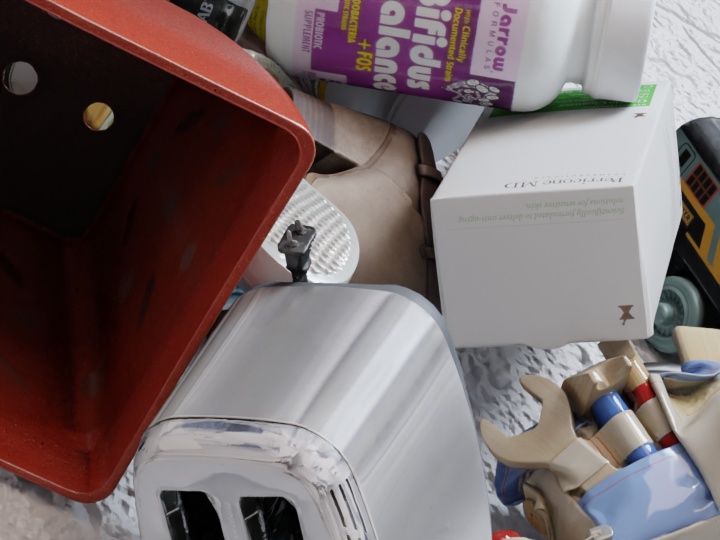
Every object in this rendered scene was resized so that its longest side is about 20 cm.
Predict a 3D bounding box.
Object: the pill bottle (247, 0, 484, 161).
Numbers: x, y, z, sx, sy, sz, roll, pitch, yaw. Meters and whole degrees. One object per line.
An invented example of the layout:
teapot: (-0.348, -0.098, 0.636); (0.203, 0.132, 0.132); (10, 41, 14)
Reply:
pill bottle: (-0.004, -0.159, 1.359); (0.200, 0.113, 0.112); (46, 33, 17)

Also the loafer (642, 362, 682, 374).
loafer: (0.203, 0.116, 1.231); (0.200, 0.073, 0.071); (26, 32, -15)

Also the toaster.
toaster: (-0.019, 0.095, 0.952); (0.113, 0.200, 0.129); (2, 30, 23)

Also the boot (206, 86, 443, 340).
boot: (0.000, 0.000, 1.201); (0.146, 0.070, 0.200); (36, 49, -31)

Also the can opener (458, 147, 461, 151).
can opener: (0.093, -0.069, 1.390); (0.066, 0.053, 0.200); (10, 40, -36)

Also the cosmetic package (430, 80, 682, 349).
cosmetic package: (0.108, -0.032, 1.213); (0.107, 0.085, 0.200); (-3, 18, 13)

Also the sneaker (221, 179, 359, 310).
sneaker: (-0.057, -0.007, 1.085); (0.074, 0.082, 0.200); (19, 15, -20)

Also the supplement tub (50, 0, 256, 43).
supplement tub: (-0.148, -0.191, 1.240); (0.200, 0.123, 0.123); (20, 34, -9)

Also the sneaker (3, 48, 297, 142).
sneaker: (-0.109, -0.090, 1.205); (0.088, 0.076, 0.200); (12, -6, 36)

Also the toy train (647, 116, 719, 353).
toy train: (0.221, 0.004, 1.359); (0.085, 0.114, 0.200); (5, 43, -39)

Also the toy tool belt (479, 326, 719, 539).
toy tool belt: (0.120, 0.098, 1.140); (0.200, 0.125, 0.123); (-17, 55, -20)

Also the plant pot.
plant pot: (-0.155, -0.055, 1.017); (0.200, 0.200, 0.176); (26, 22, -16)

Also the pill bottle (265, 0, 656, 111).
pill bottle: (0.056, -0.145, 1.235); (0.200, 0.112, 0.112); (9, 33, 4)
